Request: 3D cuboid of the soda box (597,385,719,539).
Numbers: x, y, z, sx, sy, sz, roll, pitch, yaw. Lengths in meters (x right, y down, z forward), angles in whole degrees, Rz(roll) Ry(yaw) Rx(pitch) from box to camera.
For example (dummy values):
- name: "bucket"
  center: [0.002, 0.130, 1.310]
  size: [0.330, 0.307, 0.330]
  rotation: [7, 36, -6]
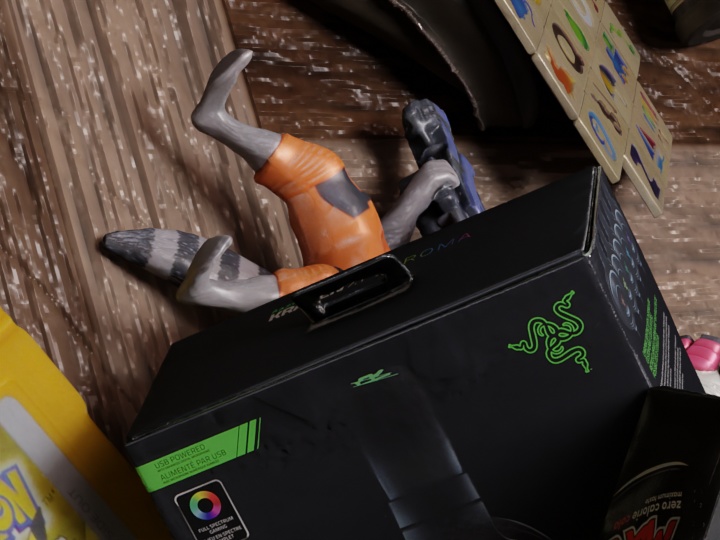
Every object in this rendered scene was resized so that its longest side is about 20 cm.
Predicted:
- name: "soda box"
  center: [0.098, 0.141, 0.806]
  size: [0.071, 0.063, 0.201]
  rotation: [21, 84, -22]

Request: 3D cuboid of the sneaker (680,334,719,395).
- name: "sneaker"
  center: [0.181, 0.123, 1.137]
  size: [0.200, 0.081, 0.075]
  rotation: [44, 59, -5]

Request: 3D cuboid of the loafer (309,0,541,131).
- name: "loafer"
  center: [0.008, -0.135, 1.128]
  size: [0.200, 0.071, 0.073]
  rotation: [53, 11, -22]

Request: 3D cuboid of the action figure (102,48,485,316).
- name: "action figure"
  center: [0.000, 0.000, 1.042]
  size: [0.193, 0.105, 0.200]
  rotation: [39, 20, -30]

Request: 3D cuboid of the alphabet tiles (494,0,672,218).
- name: "alphabet tiles"
  center: [0.084, -0.122, 1.171]
  size: [0.200, 0.006, 0.167]
  rotation: [56, 20, -15]

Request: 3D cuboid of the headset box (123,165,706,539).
- name: "headset box"
  center: [0.038, 0.082, 0.904]
  size: [0.201, 0.174, 0.093]
  rotation: [64, 15, -16]

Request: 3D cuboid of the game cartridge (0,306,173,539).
- name: "game cartridge"
  center: [-0.132, 0.110, 0.877]
  size: [0.200, 0.032, 0.176]
  rotation: [52, 43, -9]

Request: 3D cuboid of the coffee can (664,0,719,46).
- name: "coffee can"
  center: [0.175, -0.231, 1.270]
  size: [0.146, 0.146, 0.201]
  rotation: [-22, 83, -47]
